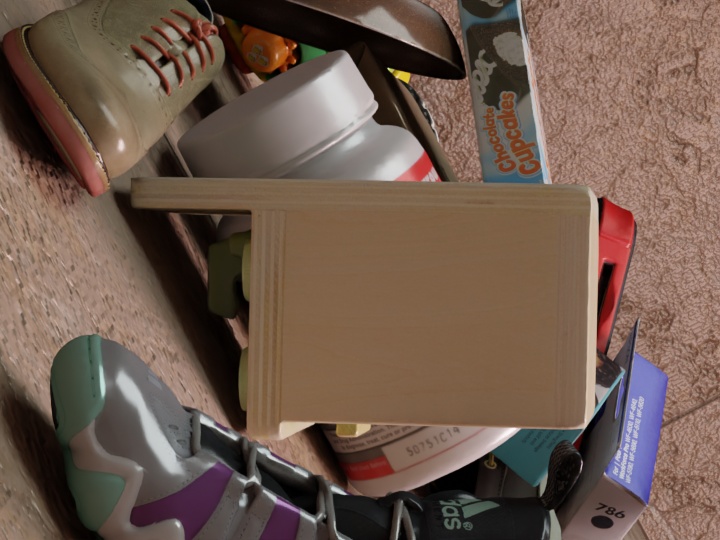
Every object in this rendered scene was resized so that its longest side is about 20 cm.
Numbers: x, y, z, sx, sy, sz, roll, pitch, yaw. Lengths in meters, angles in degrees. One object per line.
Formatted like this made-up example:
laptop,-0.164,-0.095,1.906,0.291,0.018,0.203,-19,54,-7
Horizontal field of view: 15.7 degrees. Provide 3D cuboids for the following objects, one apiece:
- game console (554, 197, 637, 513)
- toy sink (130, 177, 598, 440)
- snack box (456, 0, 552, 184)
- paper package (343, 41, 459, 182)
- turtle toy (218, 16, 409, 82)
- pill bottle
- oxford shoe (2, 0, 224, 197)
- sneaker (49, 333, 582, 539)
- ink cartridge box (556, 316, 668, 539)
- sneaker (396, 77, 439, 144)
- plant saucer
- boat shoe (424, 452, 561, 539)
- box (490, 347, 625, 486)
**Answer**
game console,0.111,0.066,1.574,0.177,0.031,0.200,129,-21,-70
toy sink,0.004,0.017,1.157,0.130,0.200,0.112,5,86,-84
snack box,0.086,-0.079,1.490,0.116,0.037,0.200,69,13,-62
paper package,0.012,-0.023,1.555,0.191,0.103,0.200,63,5,8
turtle toy,-0.052,-0.187,1.746,0.200,0.101,0.146,64,7,26
pill bottle,0.000,0.000,1.292,0.200,0.114,0.114,61,6,-11
oxford shoe,-0.096,-0.086,1.062,0.070,0.075,0.200,61,6,-17
sneaker,0.001,0.079,0.816,0.200,0.140,0.078,60,7,-25
ink cartridge box,0.134,0.124,1.521,0.200,0.039,0.099,116,-9,-50
sneaker,0.019,-0.025,1.697,0.080,0.074,0.200,80,5,-83
plant saucer,-0.031,-0.154,1.500,0.200,0.200,0.032,90,17,-89
boat shoe,0.068,0.115,1.443,0.061,0.072,0.201,20,35,-18
box,0.041,0.021,1.398,0.200,0.049,0.082,39,30,4
